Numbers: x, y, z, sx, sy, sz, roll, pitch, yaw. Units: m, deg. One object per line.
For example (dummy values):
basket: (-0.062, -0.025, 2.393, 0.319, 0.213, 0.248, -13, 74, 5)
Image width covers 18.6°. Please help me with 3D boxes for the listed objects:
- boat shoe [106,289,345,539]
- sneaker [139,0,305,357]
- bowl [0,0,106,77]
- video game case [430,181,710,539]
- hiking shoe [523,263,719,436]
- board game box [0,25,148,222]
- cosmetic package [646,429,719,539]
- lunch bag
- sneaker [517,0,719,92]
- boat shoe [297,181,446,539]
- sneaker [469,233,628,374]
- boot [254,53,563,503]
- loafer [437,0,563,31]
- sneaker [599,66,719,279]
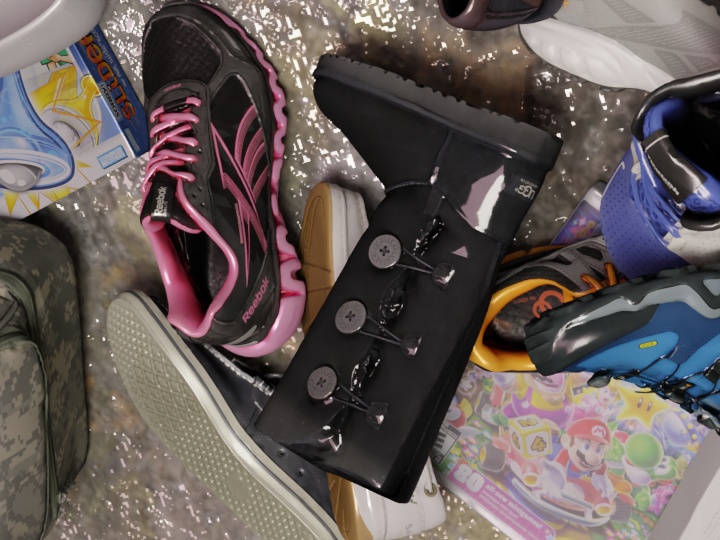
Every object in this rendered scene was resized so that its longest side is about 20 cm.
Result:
boat shoe: (-0.068, 0.086, 1.256, 0.200, 0.062, 0.075, 47, 145, 2)
sneaker: (-0.088, -0.050, 1.189, 0.079, 0.095, 0.200, -15, 85, 29)
bowl: (-0.214, -0.185, 1.188, 0.200, 0.075, 0.200, -18, 69, 29)
video game case: (0.130, 0.070, 1.192, 0.143, 0.018, 0.200, 38, 118, 8)
hiking shoe: (0.172, 0.044, 1.027, 0.074, 0.200, 0.087, 150, 115, -66)
board game box: (-0.229, -0.089, 1.282, 0.200, 0.034, 0.136, -26, 96, 28)
cosmetic package: (0.207, 0.133, 1.152, 0.082, 0.051, 0.200, 23, 117, -6)
lunch bag: (-0.244, 0.088, 1.252, 0.139, 0.168, 0.200, 10, 123, 12)
sneaker: (0.174, -0.116, 1.071, 0.200, 0.074, 0.079, 21, 126, 16)
boat shoe: (0.010, 0.049, 1.212, 0.069, 0.071, 0.201, -8, 92, -15)
sneaker: (0.139, 0.011, 1.115, 0.200, 0.077, 0.078, -22, 96, 26)
boot: (0.001, 0.000, 1.133, 0.165, 0.066, 0.200, 25, 94, 45)
loafer: (0.054, -0.212, 1.047, 0.072, 0.063, 0.200, 2, 107, 48)
sneaker: (0.153, -0.053, 0.979, 0.199, 0.115, 0.081, -39, 74, 52)
